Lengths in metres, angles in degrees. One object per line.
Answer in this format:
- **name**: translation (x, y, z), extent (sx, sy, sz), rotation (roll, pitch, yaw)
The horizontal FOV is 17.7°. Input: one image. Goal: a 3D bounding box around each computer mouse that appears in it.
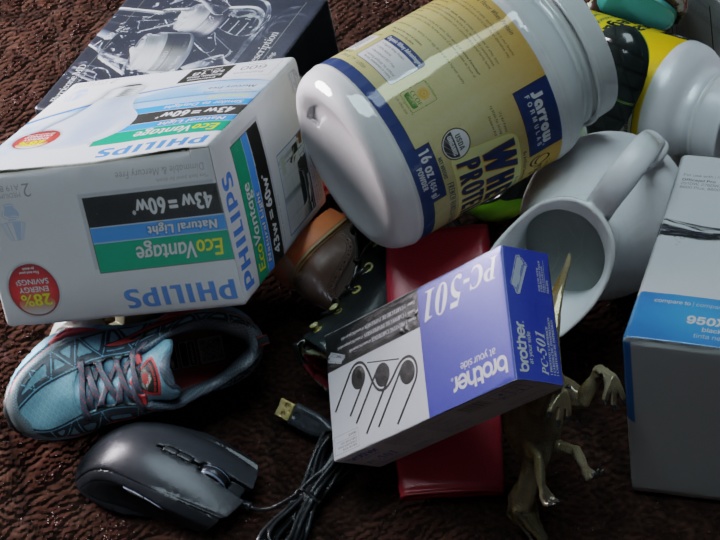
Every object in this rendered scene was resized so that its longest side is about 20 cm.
- **computer mouse**: translation (-0.103, 0.128, 1.657), extent (0.200, 0.046, 0.140), rotation (17, 49, 30)

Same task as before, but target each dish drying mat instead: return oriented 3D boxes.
- **dish drying mat**: translation (0.059, 0.064, 1.645), extent (0.077, 0.018, 0.201), rotation (-5, 68, 7)

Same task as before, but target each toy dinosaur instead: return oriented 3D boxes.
- **toy dinosaur**: translation (0.125, 0.084, 1.542), extent (0.058, 0.201, 0.101), rotation (10, -3, -28)

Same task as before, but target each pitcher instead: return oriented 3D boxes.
- **pitcher**: translation (0.182, -0.048, 1.679), extent (0.121, 0.172, 0.200), rotation (43, 28, 6)

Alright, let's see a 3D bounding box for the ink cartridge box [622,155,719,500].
- **ink cartridge box**: translation (0.244, 0.037, 1.603), extent (0.084, 0.145, 0.200), rotation (6, 43, 17)

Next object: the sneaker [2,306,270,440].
- **sneaker**: translation (-0.164, 0.069, 1.683), extent (0.199, 0.080, 0.096), rotation (-20, 5, -13)

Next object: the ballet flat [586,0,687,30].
- **ballet flat**: translation (0.224, -0.225, 1.898), extent (0.075, 0.200, 0.064), rotation (30, 79, -8)

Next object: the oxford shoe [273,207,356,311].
- **oxford shoe**: translation (0.022, -0.031, 1.815), extent (0.073, 0.071, 0.200), rotation (40, 59, 16)

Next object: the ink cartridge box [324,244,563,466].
- **ink cartridge box**: translation (0.052, 0.060, 1.559), extent (0.044, 0.200, 0.094), rotation (10, 65, -36)

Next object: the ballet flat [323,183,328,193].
- **ballet flat**: translation (-0.009, -0.114, 1.895), extent (0.064, 0.076, 0.200), rotation (26, 52, 3)

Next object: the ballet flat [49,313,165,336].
- **ballet flat**: translation (-0.188, 0.039, 1.764), extent (0.200, 0.069, 0.068), rotation (-34, 35, -25)

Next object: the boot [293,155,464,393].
- **boot**: translation (0.001, 0.000, 1.713), extent (0.154, 0.074, 0.204), rotation (-40, 82, -25)

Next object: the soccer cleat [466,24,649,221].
- **soccer cleat**: translation (0.144, -0.109, 1.777), extent (0.081, 0.200, 0.068), rotation (1, 48, -52)

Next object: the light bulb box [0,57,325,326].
- **light bulb box**: translation (-0.154, -0.060, 1.721), extent (0.198, 0.125, 0.200), rotation (-6, 21, 19)

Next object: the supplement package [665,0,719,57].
- **supplement package**: translation (0.337, -0.197, 1.881), extent (0.109, 0.114, 0.200), rotation (-23, 42, -13)

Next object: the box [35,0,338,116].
- **box**: translation (-0.139, -0.142, 1.940), extent (0.182, 0.104, 0.200), rotation (9, 43, 25)

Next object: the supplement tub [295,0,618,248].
- **supplement tub**: translation (0.070, -0.121, 1.656), extent (0.200, 0.145, 0.144), rotation (-30, 43, -16)

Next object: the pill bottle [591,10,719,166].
- **pill bottle**: translation (0.218, -0.139, 1.843), extent (0.200, 0.113, 0.112), rotation (21, 49, 33)
